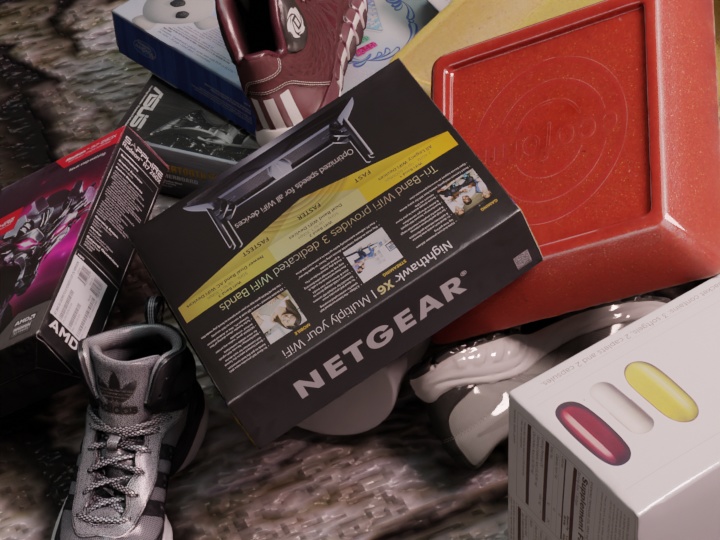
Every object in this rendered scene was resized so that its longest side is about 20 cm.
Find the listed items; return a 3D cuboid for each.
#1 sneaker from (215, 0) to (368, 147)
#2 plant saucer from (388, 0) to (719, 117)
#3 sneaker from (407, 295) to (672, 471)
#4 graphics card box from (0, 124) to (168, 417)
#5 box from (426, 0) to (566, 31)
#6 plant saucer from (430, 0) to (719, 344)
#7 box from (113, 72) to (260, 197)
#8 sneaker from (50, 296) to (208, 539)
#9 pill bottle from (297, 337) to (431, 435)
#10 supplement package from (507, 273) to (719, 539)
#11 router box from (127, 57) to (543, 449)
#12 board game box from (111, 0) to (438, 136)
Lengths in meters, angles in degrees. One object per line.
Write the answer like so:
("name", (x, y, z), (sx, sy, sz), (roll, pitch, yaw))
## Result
("sneaker", (-0.048, -0.180, 1.371), (0.075, 0.116, 0.201), (-13, 43, 15))
("plant saucer", (0.145, -0.124, 1.317), (0.200, 0.048, 0.200), (-43, 57, 7))
("sneaker", (0.122, 0.066, 1.283), (0.199, 0.074, 0.080), (-18, 87, -28))
("graphics card box", (-0.206, 0.005, 1.341), (0.125, 0.051, 0.201), (-22, 35, 33))
("box", (0.123, -0.160, 1.399), (0.082, 0.049, 0.200), (-45, 65, 6))
("plant saucer", (0.116, -0.073, 1.237), (0.198, 0.037, 0.202), (-16, 60, 32))
("box", (-0.067, -0.127, 1.507), (0.157, 0.049, 0.201), (13, 46, 18))
("sneaker", (-0.143, 0.107, 1.220), (0.075, 0.114, 0.201), (5, 44, 11))
("pill bottle", (0.000, 0.000, 1.321), (0.113, 0.115, 0.201), (7, 45, 12))
("supplement package", (0.192, 0.107, 1.160), (0.199, 0.157, 0.111), (-28, 48, -23))
("router box", (-0.017, -0.014, 1.213), (0.199, 0.052, 0.158), (-33, 48, -2))
("board game box", (-0.038, -0.177, 1.491), (0.199, 0.044, 0.199), (33, 55, 31))
